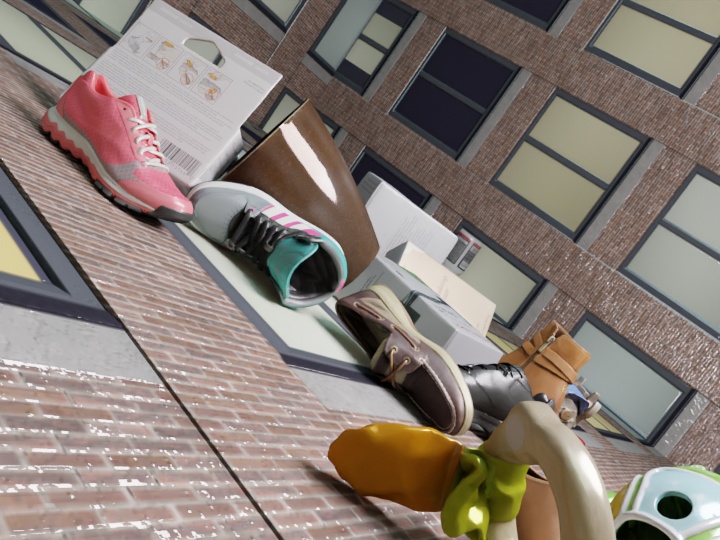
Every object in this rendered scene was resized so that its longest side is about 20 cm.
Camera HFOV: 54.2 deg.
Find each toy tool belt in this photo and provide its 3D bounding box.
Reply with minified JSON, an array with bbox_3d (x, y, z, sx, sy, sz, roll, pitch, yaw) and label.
[{"bbox_3d":[0.310,0.201,1.099,0.124,0.124,0.200,33,8,-24],"label":"toy tool belt"}]

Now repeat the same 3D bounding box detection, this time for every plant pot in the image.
[{"bbox_3d":[-0.071,-0.076,0.890,0.201,0.186,0.187,49,4,-15],"label":"plant pot"}]

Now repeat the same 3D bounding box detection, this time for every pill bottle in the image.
[{"bbox_3d":[0.408,-0.059,2.942,0.115,0.201,0.116,35,8,-5],"label":"pill bottle"}]

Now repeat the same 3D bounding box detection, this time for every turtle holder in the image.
[{"bbox_3d":[0.285,0.243,0.656,0.130,0.142,0.186,9,32,-37],"label":"turtle holder"}]

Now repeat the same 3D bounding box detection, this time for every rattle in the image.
[{"bbox_3d":[0.075,0.171,0.382,0.141,0.130,0.203,20,41,-29],"label":"rattle"}]

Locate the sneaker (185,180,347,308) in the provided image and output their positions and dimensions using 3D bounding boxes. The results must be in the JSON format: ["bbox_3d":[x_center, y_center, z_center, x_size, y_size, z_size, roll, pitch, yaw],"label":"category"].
[{"bbox_3d":[-0.094,-0.023,0.751,0.197,0.085,0.121,24,12,-22],"label":"sneaker"}]

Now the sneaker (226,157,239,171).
[{"bbox_3d":[-0.219,-0.141,0.914,0.077,0.079,0.199,38,18,22],"label":"sneaker"}]

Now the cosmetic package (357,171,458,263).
[{"bbox_3d":[0.060,-0.070,1.438,0.198,0.166,0.165,34,6,-16],"label":"cosmetic package"}]

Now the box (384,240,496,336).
[{"bbox_3d":[0.120,0.049,1.178,0.198,0.096,0.077,34,-27,-17],"label":"box"}]

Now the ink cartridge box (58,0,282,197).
[{"bbox_3d":[-0.216,-0.201,0.821,0.198,0.177,0.045,33,-19,11],"label":"ink cartridge box"}]

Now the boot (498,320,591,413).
[{"bbox_3d":[0.221,0.129,0.991,0.076,0.156,0.200,32,8,-26],"label":"boot"}]

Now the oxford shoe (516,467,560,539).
[{"bbox_3d":[0.148,0.202,0.522,0.071,0.072,0.200,31,11,-49],"label":"oxford shoe"}]

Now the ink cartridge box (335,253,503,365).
[{"bbox_3d":[0.078,0.072,0.951,0.200,0.084,0.146,44,10,38],"label":"ink cartridge box"}]

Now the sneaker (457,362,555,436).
[{"bbox_3d":[0.143,0.138,0.817,0.198,0.092,0.076,34,0,-22],"label":"sneaker"}]

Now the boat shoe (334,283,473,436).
[{"bbox_3d":[0.038,0.095,0.738,0.071,0.073,0.201,-9,49,-36],"label":"boat shoe"}]

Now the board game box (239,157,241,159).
[{"bbox_3d":[-0.107,-0.080,1.127,0.194,0.056,0.200,32,9,-33],"label":"board game box"}]

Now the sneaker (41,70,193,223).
[{"bbox_3d":[-0.229,-0.125,0.688,0.199,0.087,0.074,39,9,17],"label":"sneaker"}]
